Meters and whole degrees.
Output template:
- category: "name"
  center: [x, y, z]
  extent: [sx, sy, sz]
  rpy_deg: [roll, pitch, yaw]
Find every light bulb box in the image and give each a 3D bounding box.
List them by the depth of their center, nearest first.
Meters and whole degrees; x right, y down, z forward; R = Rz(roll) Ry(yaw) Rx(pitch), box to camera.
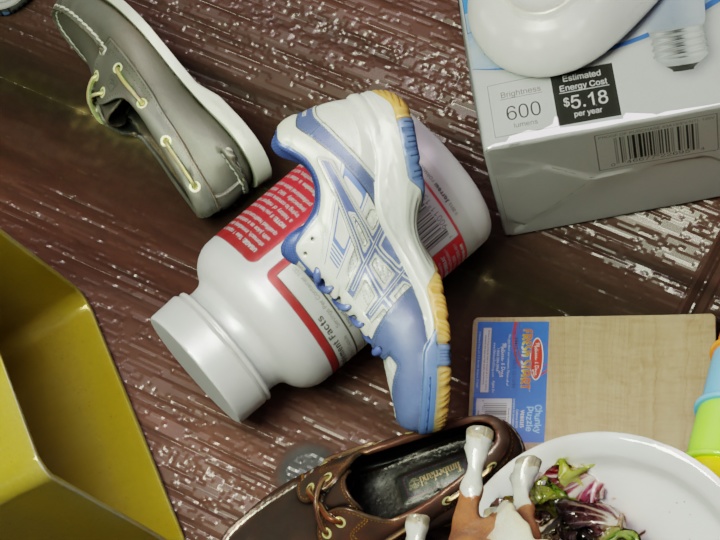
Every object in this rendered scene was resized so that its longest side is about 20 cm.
- category: "light bulb box"
  center: [0.164, -0.150, 1.384]
  extent: [0.198, 0.125, 0.200]
  rpy_deg: [-11, 64, 5]

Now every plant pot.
- category: "plant pot"
  center: [-0.247, 0.103, 1.305]
  extent: [0.176, 0.200, 0.200]
  rpy_deg: [-30, 63, 7]

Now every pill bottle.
- category: "pill bottle"
  center: [-0.026, -0.002, 1.353]
  extent: [0.200, 0.112, 0.112]
  rpy_deg: [-40, 64, -10]

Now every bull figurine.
- category: "bull figurine"
  center: [0.064, 0.160, 1.152]
  extent: [0.065, 0.200, 0.122]
  rpy_deg: [15, 57, -14]

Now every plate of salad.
- category: "plate of salad"
  center: [0.136, 0.190, 1.224]
  extent: [0.200, 0.048, 0.201]
  rpy_deg: [2, 95, 26]

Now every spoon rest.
- category: "spoon rest"
  center: [0.156, -0.186, 1.309]
  extent: [0.200, 0.061, 0.100]
  rpy_deg: [-30, 61, 9]

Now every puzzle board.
- category: "puzzle board"
  center: [0.138, 0.120, 1.319]
  extent: [0.150, 0.017, 0.200]
  rpy_deg: [-1, 64, 11]

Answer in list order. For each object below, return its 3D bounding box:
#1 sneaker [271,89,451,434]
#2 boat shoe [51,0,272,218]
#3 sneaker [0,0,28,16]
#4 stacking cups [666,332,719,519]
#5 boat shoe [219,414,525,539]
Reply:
- category: "sneaker"
  center: [0.000, 0.000, 1.272]
  extent: [0.088, 0.075, 0.201]
  rpy_deg: [-11, 85, -6]
- category: "boat shoe"
  center: [-0.144, -0.115, 1.451]
  extent: [0.060, 0.072, 0.202]
  rpy_deg: [-39, 68, -15]
- category: "sneaker"
  center: [-0.325, -0.228, 1.536]
  extent: [0.199, 0.077, 0.076]
  rpy_deg: [2, 66, 13]
- category: "stacking cups"
  center: [0.230, 0.071, 1.291]
  extent: [0.060, 0.061, 0.200]
  rpy_deg: [13, 60, 16]
- category: "boat shoe"
  center: [0.001, 0.135, 1.298]
  extent: [0.200, 0.070, 0.071]
  rpy_deg: [-26, 65, 6]
